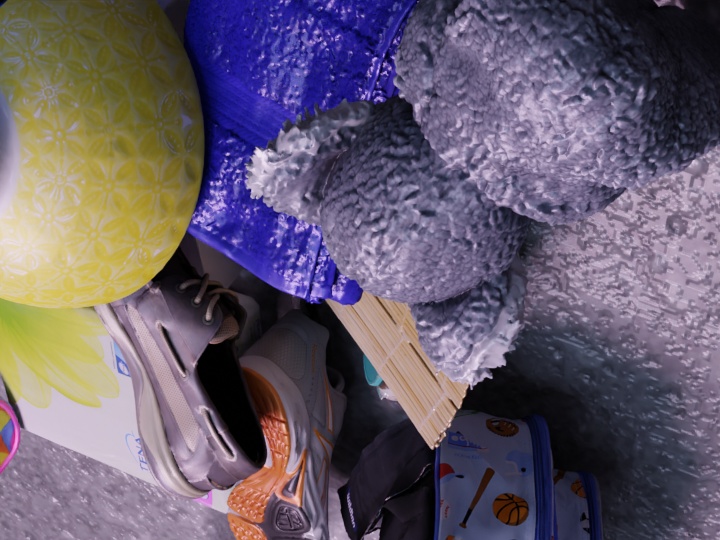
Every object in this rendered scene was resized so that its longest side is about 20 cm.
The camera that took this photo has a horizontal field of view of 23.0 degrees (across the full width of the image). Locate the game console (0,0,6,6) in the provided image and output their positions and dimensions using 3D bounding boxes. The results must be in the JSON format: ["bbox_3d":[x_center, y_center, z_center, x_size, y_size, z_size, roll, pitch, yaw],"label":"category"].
[{"bbox_3d":[-0.209,-0.229,0.846,0.169,0.201,0.119,14,135,21],"label":"game console"}]

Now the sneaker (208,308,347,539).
[{"bbox_3d":[-0.037,0.113,1.133,0.075,0.092,0.202,21,138,24],"label":"sneaker"}]

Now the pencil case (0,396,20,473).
[{"bbox_3d":[-0.327,0.082,1.258,0.199,0.088,0.089,32,143,35],"label":"pencil case"}]

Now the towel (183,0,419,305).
[{"bbox_3d":[-0.037,-0.092,0.928,0.147,0.050,0.202,28,120,14],"label":"towel"}]

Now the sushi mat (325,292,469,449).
[{"bbox_3d":[0.000,0.000,0.998,0.201,0.012,0.096,53,145,21],"label":"sushi mat"}]

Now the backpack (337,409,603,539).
[{"bbox_3d":[0.068,0.180,1.059,0.152,0.202,0.192,-1,140,-4],"label":"backpack"}]

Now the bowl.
[{"bbox_3d":[-0.193,-0.070,0.943,0.198,0.107,0.203,7,104,31],"label":"bowl"}]

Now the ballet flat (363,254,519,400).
[{"bbox_3d":[0.055,0.006,1.007,0.063,0.076,0.201,6,145,-14],"label":"ballet flat"}]

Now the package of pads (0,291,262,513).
[{"bbox_3d":[-0.154,0.065,1.180,0.198,0.068,0.156,19,136,23],"label":"package of pads"}]

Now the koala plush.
[{"bbox_3d":[0.054,-0.059,0.801,0.177,0.184,0.200,44,112,-8],"label":"koala plush"}]

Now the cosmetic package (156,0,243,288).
[{"bbox_3d":[-0.127,-0.077,1.046,0.082,0.051,0.202,12,134,24],"label":"cosmetic package"}]

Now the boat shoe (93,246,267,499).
[{"bbox_3d":[-0.100,0.031,1.024,0.073,0.074,0.202,-12,103,24],"label":"boat shoe"}]
